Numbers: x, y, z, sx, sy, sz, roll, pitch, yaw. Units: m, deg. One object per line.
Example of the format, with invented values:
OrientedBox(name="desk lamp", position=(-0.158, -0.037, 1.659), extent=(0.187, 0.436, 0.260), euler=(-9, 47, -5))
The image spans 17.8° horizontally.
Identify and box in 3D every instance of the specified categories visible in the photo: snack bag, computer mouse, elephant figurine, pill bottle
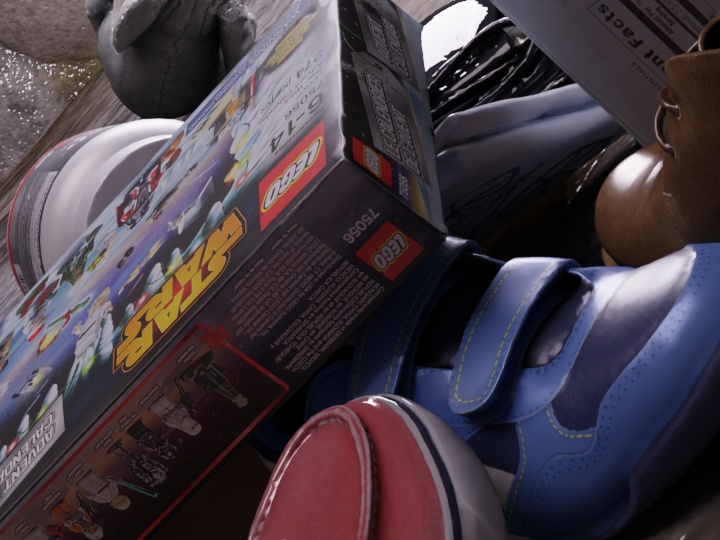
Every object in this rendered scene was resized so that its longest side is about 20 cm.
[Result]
OrientedBox(name="snack bag", position=(0.000, 0.000, 0.786), extent=(0.200, 0.021, 0.188), euler=(-39, -8, 28))
OrientedBox(name="computer mouse", position=(0.032, -0.071, 0.890), extent=(0.138, 0.053, 0.200), euler=(-40, 1, 20))
OrientedBox(name="elephant figurine", position=(-0.134, -0.202, 1.721), extent=(0.141, 0.155, 0.200), euler=(-29, -3, -20))
OrientedBox(name="pill bottle", position=(-0.106, -0.016, 1.135), extent=(0.116, 0.116, 0.200), euler=(-50, 13, -10))

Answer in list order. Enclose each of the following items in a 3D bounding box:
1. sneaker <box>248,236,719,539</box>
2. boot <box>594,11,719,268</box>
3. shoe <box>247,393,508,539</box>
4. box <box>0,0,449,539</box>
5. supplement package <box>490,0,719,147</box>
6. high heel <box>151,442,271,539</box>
OrientedBox(name="sneaker", position=(0.031, 0.030, 0.619), extent=(0.200, 0.082, 0.074), euler=(-29, 21, 52))
OrientedBox(name="boot", position=(0.105, -0.039, 0.602), extent=(0.074, 0.075, 0.200), euler=(-54, 13, -17))
OrientedBox(name="shoe", position=(-0.023, 0.087, 0.504), extent=(0.071, 0.091, 0.200), euler=(-39, 30, 31))
OrientedBox(name="box", position=(-0.057, 0.015, 0.669), extent=(0.200, 0.040, 0.137), euler=(-46, 22, 20))
OrientedBox(name="supplement package", position=(0.134, -0.160, 0.687), extent=(0.200, 0.151, 0.152), euler=(-36, 18, 41))
OrientedBox(name="high heel", position=(-0.049, 0.086, 0.738), extent=(0.200, 0.067, 0.096), euler=(-50, 2, -26))
